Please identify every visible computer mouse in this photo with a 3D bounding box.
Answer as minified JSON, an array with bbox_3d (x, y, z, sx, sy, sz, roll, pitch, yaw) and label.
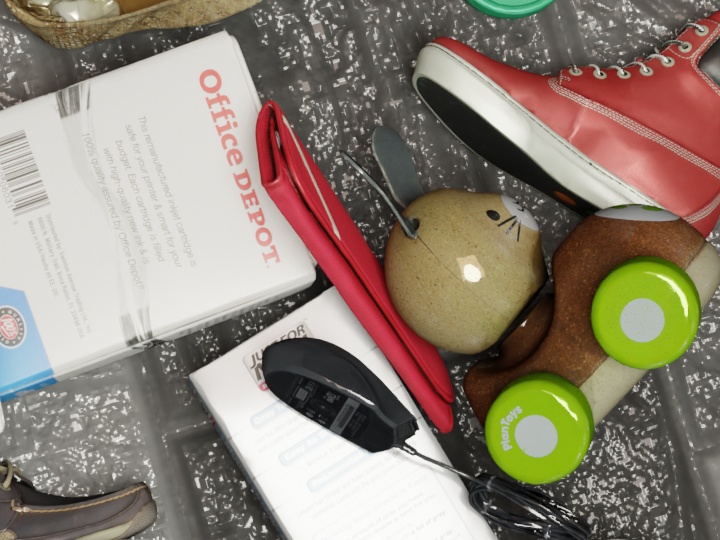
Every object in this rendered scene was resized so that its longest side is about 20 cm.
[{"bbox_3d":[0.037,0.088,1.188,0.199,0.059,0.034,31,63,-3],"label":"computer mouse"}]

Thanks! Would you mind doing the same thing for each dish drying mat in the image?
[{"bbox_3d":[0.000,0.000,1.209,0.018,0.077,0.200,-27,126,11],"label":"dish drying mat"}]

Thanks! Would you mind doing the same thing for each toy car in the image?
[{"bbox_3d":[0.076,-0.008,1.192,0.200,0.164,0.158,42,104,3],"label":"toy car"}]

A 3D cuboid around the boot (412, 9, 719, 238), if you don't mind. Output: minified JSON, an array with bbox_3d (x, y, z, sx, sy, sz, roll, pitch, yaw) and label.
[{"bbox_3d":[0.139,-0.111,1.288,0.199,0.072,0.145,31,82,-9],"label":"boot"}]

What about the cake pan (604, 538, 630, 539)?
[{"bbox_3d":[0.123,0.246,1.213,0.199,0.037,0.202,2,87,-45],"label":"cake pan"}]

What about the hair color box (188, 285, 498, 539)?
[{"bbox_3d":[-0.003,0.119,1.237,0.099,0.061,0.201,-31,88,-7],"label":"hair color box"}]

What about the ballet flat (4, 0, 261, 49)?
[{"bbox_3d":[-0.117,-0.165,1.223,0.199,0.065,0.071,-16,72,32],"label":"ballet flat"}]

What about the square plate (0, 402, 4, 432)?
[{"bbox_3d":[-0.289,0.017,1.201,0.199,0.028,0.199,-21,81,33],"label":"square plate"}]

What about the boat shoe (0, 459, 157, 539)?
[{"bbox_3d":[-0.213,0.136,1.233,0.199,0.074,0.074,-12,85,-7],"label":"boat shoe"}]

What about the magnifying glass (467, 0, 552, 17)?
[{"bbox_3d":[0.086,-0.249,1.316,0.079,0.022,0.202,-1,87,-3],"label":"magnifying glass"}]

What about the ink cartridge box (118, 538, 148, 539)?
[{"bbox_3d":[-0.199,0.210,1.135,0.199,0.146,0.085,-3,112,-6],"label":"ink cartridge box"}]

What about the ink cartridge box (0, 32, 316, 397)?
[{"bbox_3d":[-0.140,-0.027,1.241,0.199,0.084,0.147,-19,86,-7],"label":"ink cartridge box"}]
